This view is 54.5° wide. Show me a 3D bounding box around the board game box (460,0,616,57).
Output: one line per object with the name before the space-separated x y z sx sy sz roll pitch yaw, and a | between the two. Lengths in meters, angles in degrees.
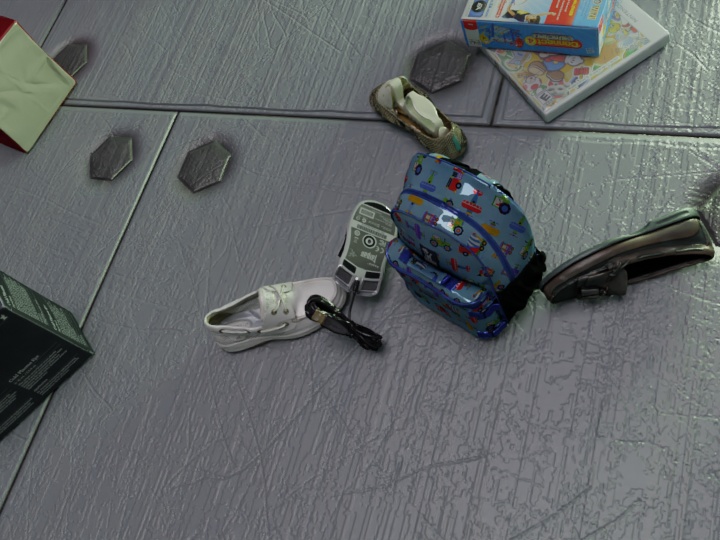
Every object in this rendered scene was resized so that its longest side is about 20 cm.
board game box | 0.267 -0.409 0.999 0.193 0.056 0.202 14 70 26

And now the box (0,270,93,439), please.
box | -0.528 0.121 0.996 0.200 0.182 0.104 -43 57 -4

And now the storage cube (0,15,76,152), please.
storage cube | -0.680 -0.357 1.301 0.178 0.171 0.202 22 74 28

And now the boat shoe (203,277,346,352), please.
boat shoe | -0.116 0.052 0.936 0.197 0.069 0.072 -22 56 8

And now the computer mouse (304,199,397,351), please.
computer mouse | 0.000 0.000 0.924 0.108 0.044 0.202 22 63 -7

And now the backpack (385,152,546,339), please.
backpack | 0.113 -0.035 0.813 0.182 0.200 0.135 33 79 30

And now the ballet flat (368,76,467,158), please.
ballet flat | 0.075 -0.234 1.001 0.068 0.075 0.200 -43 57 -3

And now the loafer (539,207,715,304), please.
loafer | 0.306 -0.004 0.802 0.198 0.072 0.064 -26 64 5

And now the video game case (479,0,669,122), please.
video game case | 0.296 -0.325 0.992 0.198 0.023 0.183 -33 58 4
